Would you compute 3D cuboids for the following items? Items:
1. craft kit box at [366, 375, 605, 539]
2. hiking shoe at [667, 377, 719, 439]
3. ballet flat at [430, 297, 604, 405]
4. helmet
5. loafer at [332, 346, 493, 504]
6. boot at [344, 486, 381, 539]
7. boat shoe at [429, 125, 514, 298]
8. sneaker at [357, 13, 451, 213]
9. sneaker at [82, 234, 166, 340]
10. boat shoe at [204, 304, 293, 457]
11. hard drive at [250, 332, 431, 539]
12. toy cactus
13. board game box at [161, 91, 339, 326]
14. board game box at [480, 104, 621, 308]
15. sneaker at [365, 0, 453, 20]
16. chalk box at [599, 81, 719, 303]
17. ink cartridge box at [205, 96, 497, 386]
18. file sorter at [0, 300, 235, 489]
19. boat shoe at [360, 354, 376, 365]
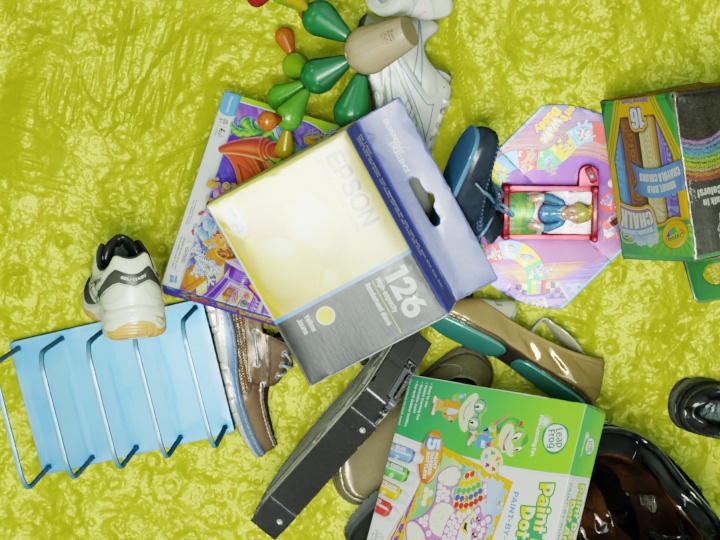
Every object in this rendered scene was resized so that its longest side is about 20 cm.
[{"bbox_3d":[0.109,0.207,1.634,0.197,0.049,0.200,7,77,35],"label":"craft kit box"},{"bbox_3d":[0.400,0.142,1.725,0.200,0.101,0.076,-2,97,3],"label":"hiking shoe"},{"bbox_3d":[0.150,0.065,1.746,0.200,0.069,0.063,32,70,-12],"label":"ballet flat"},{"bbox_3d":[0.227,0.239,1.698,0.191,0.200,0.200,39,98,28],"label":"helmet"},{"bbox_3d":[0.048,0.153,1.758,0.076,0.067,0.200,43,96,-2],"label":"loafer"},{"bbox_3d":[0.075,0.290,1.705,0.165,0.066,0.200,-50,54,33],"label":"boot"},{"bbox_3d":[0.105,-0.053,1.715,0.069,0.084,0.200,12,132,-7],"label":"boat shoe"},{"bbox_3d":[0.050,-0.151,1.723,0.087,0.075,0.200,-9,97,-2],"label":"sneaker"},{"bbox_3d":[-0.220,0.007,1.691,0.076,0.200,0.088,-7,99,-17],"label":"sneaker"},{"bbox_3d":[-0.103,0.083,1.755,0.072,0.072,0.200,-15,99,-3],"label":"boat shoe"},{"bbox_3d":[-0.019,0.151,1.694,0.038,0.140,0.200,40,120,-2],"label":"hard drive"},{"bbox_3d":[-0.028,-0.195,1.667,0.165,0.102,0.200,-23,73,29],"label":"toy cactus"},{"bbox_3d":[-0.096,-0.056,1.719,0.134,0.045,0.200,16,77,0],"label":"board game box"},{"bbox_3d":[0.190,-0.062,1.740,0.200,0.039,0.158,-44,93,6],"label":"board game box"},{"bbox_3d":[0.056,-0.328,1.707,0.099,0.078,0.200,12,79,-40],"label":"sneaker"},{"bbox_3d":[0.318,-0.073,1.675,0.125,0.124,0.200,-10,97,-24],"label":"chalk box"},{"bbox_3d":[-0.006,-0.024,1.638,0.200,0.047,0.198,-28,100,8],"label":"ink cartridge box"},{"bbox_3d":[-0.240,0.122,1.740,0.200,0.123,0.139,-13,95,4],"label":"file sorter"},{"bbox_3d":[0.000,0.000,1.728,0.062,0.075,0.200,8,123,16],"label":"boat shoe"}]
